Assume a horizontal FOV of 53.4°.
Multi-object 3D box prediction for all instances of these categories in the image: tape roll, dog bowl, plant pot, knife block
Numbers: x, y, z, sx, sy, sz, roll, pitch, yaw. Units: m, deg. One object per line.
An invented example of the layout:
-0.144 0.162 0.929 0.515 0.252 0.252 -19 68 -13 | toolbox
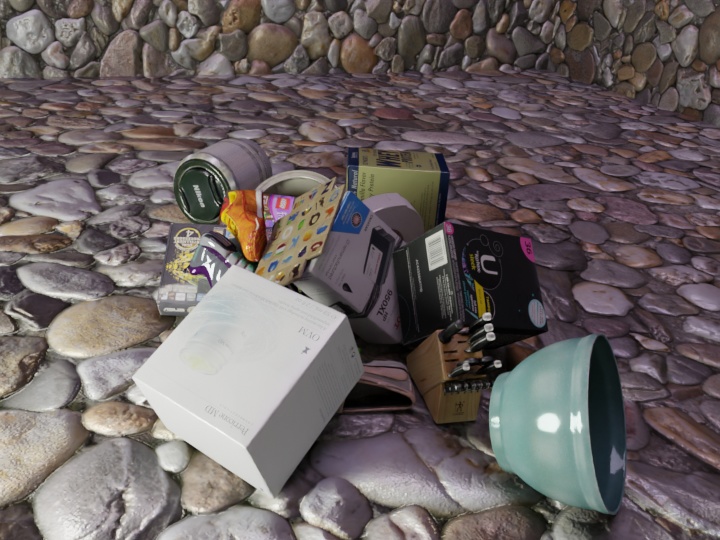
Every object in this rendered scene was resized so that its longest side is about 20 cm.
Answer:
0.022 -0.040 1.244 0.198 0.206 0.037 -12 46 -31 | tape roll
-0.126 -0.099 1.411 0.194 0.075 0.204 -2 53 3 | dog bowl
0.235 0.183 0.867 0.131 0.206 0.200 -6 18 30 | plant pot
0.127 0.109 0.989 0.062 0.180 0.201 -1 26 -14 | knife block

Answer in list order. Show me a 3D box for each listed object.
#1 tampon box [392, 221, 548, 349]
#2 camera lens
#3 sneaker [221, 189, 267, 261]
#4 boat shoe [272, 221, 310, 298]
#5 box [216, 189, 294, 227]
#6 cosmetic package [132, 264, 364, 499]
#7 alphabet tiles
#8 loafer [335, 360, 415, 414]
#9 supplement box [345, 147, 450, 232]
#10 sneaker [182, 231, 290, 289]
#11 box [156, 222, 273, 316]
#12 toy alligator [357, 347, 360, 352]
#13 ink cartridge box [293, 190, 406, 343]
0.167 0.030 1.087 0.196 0.154 0.125 6 -22 -37 | tampon box
-0.295 -0.191 1.545 0.156 0.164 0.200 13 27 17 | camera lens
-0.193 -0.071 1.190 0.075 0.075 0.201 -5 29 -9 | sneaker
-0.093 0.006 1.178 0.060 0.071 0.204 26 31 -59 | boat shoe
-0.201 -0.052 1.309 0.132 0.039 0.205 6 58 3 | box
-0.134 0.129 0.887 0.196 0.125 0.201 20 57 30 | cosmetic package
-0.094 -0.053 1.085 0.164 0.006 0.204 -22 38 41 | alphabet tiles
-0.016 0.165 0.982 0.194 0.074 0.063 -2 33 -19 | loafer
0.065 -0.125 1.425 0.193 0.206 0.135 3 24 -2 | supplement box
-0.190 0.027 1.155 0.198 0.088 0.074 38 10 3 | sneaker
-0.236 0.000 1.220 0.193 0.050 0.165 3 58 -3 | box
-0.069 0.109 1.108 0.196 0.061 0.054 13 -17 37 | toy alligator
0.000 0.000 1.108 0.083 0.199 0.147 -6 51 52 | ink cartridge box
